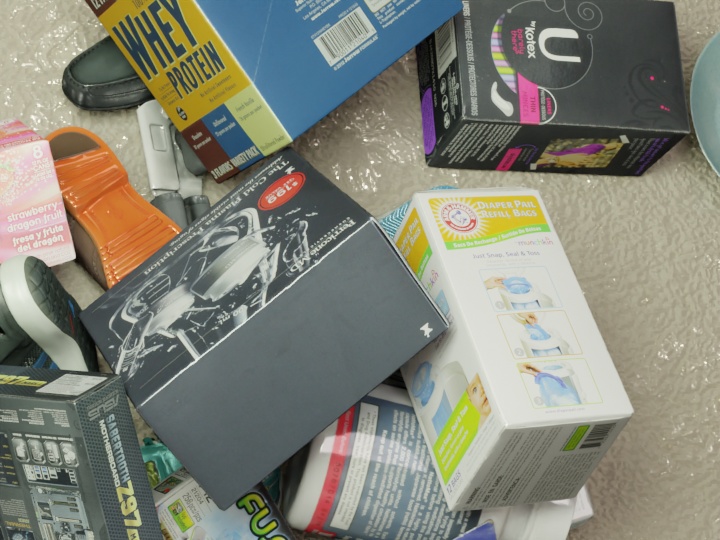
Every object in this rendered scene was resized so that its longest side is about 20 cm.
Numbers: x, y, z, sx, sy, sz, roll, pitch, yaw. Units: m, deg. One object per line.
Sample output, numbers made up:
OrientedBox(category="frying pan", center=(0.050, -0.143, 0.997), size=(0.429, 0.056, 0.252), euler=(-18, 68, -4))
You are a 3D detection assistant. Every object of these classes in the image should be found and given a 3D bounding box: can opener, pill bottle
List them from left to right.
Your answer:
OrientedBox(category="can opener", center=(-0.133, -0.045, 1.484), size=(0.052, 0.066, 0.201), euler=(3, 73, -42))
OrientedBox(category="pill bottle", center=(0.052, 0.151, 1.405), size=(0.199, 0.120, 0.120), euler=(14, 68, -7))

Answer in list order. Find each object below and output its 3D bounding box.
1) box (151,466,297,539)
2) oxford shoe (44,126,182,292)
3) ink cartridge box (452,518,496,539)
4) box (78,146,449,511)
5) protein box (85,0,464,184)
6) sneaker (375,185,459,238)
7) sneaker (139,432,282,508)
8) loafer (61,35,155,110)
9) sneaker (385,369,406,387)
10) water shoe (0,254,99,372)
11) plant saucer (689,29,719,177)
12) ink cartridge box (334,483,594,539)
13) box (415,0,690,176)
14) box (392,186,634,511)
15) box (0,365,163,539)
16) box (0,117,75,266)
OrientedBox(category="box", center=(-0.087, 0.232, 1.372), size=(0.110, 0.035, 0.201), euler=(-36, 107, -21))
OrientedBox(category="oxford shoe", center=(-0.177, -0.014, 1.455), size=(0.071, 0.073, 0.200), euler=(-27, 76, -25))
OrientedBox(category="ink cartridge box", center=(0.036, 0.300, 1.354), size=(0.199, 0.201, 0.041), euler=(-26, 37, -22))
OrientedBox(category="box", center=(-0.070, 0.033, 1.321), size=(0.200, 0.182, 0.104), euler=(-39, 118, -5))
OrientedBox(category="protein box", center=(-0.072, -0.212, 1.447), size=(0.198, 0.135, 0.200), euler=(-40, 99, -29))
OrientedBox(category="sneaker", center=(0.000, 0.000, 1.506), size=(0.199, 0.081, 0.077), euler=(-20, 79, -2))
OrientedBox(category="sneaker", center=(-0.152, 0.150, 1.395), size=(0.199, 0.077, 0.080), euler=(5, 100, -24))
OrientedBox(category="loafer", center=(-0.148, -0.189, 1.523), size=(0.200, 0.071, 0.068), euler=(-28, 58, -24))
OrientedBox(category="sneaker", center=(0.047, 0.053, 1.466), size=(0.199, 0.087, 0.078), euler=(2, 45, -20))
OrientedBox(category="water shoe", center=(-0.239, 0.049, 1.364), size=(0.079, 0.200, 0.072), euler=(-15, 60, 1))
OrientedBox(category="plant saucer", center=(0.372, -0.127, 1.679), size=(0.200, 0.039, 0.202), euler=(5, 71, -15))
OrientedBox(category="ink cartridge box", center=(0.065, 0.145, 1.498), size=(0.199, 0.047, 0.161), euler=(-15, 76, -4))
OrientedBox(category="box", center=(0.157, -0.154, 1.587), size=(0.199, 0.106, 0.123), euler=(1, 71, -17))
OrientedBox(category="box", center=(0.094, 0.052, 1.346), size=(0.101, 0.113, 0.201), euler=(-3, 54, -24))
OrientedBox(category="box", center=(-0.227, 0.144, 1.291), size=(0.051, 0.199, 0.158), euler=(-30, 115, -48))
OrientedBox(category="box", center=(-0.320, -0.034, 1.385), size=(0.199, 0.103, 0.095), euler=(-17, 110, -19))
